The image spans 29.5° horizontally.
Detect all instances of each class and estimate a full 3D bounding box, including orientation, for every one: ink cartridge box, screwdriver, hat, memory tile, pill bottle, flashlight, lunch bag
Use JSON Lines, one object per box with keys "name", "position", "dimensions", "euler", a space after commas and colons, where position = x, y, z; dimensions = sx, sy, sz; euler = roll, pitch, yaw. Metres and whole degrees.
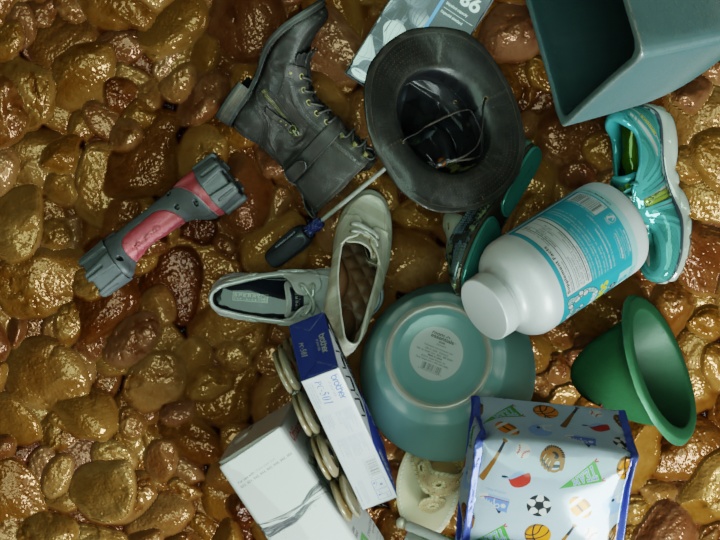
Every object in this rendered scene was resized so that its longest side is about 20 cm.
{"name": "ink cartridge box", "position": [0.075, -0.276, 1.510], "dimensions": [0.099, 0.039, 0.201], "euler": [32, 96, 0]}
{"name": "screwdriver", "position": [-0.032, -0.064, 1.513], "dimensions": [0.200, 0.029, 0.028], "euler": [-36, 106, 27]}
{"name": "hat", "position": [0.078, -0.156, 1.461], "dimensions": [0.199, 0.081, 0.202], "euler": [2, 83, -22]}
{"name": "ink cartridge box", "position": [-0.017, 0.150, 1.445], "dimensions": [0.044, 0.094, 0.201], "euler": [-20, 127, 3]}
{"name": "hat", "position": [0.249, 0.128, 1.505], "dimensions": [0.175, 0.200, 0.167], "euler": [-22, 50, 29]}
{"name": "memory tile", "position": [-0.043, 0.170, 1.498], "dimensions": [0.017, 0.153, 0.201], "euler": [-24, 92, 5]}
{"name": "pill bottle", "position": [0.201, -0.005, 1.439], "dimensions": [0.199, 0.111, 0.111], "euler": [-30, 94, -27]}
{"name": "ink cartridge box", "position": [-0.061, 0.259, 1.515], "dimensions": [0.084, 0.146, 0.201], "euler": [-33, 94, 6]}
{"name": "flashlight", "position": [-0.222, -0.047, 1.534], "dimensions": [0.200, 0.068, 0.068], "euler": [-39, 96, 5]}
{"name": "lunch bag", "position": [0.183, 0.245, 1.388], "dimensions": [0.169, 0.124, 0.201], "euler": [7, 113, 1]}

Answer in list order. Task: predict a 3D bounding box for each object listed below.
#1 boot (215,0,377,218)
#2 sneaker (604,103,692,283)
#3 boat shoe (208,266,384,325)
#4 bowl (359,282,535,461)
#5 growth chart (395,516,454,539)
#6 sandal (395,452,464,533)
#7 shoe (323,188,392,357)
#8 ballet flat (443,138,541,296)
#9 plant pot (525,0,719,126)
{"name": "boot", "position": [-0.047, -0.178, 1.508], "dimensions": [0.174, 0.069, 0.200], "euler": [40, 115, -2]}
{"name": "sneaker", "position": [0.304, -0.083, 1.488], "dimensions": [0.079, 0.077, 0.202], "euler": [-9, 87, -38]}
{"name": "boat shoe", "position": [-0.073, 0.034, 1.534], "dimensions": [0.198, 0.065, 0.074], "euler": [-5, 95, 3]}
{"name": "bowl", "position": [0.090, 0.102, 1.483], "dimensions": [0.199, 0.105, 0.202], "euler": [-2, 77, 8]}
{"name": "growth chart", "position": [0.059, 0.383, 1.551], "dimensions": [0.144, 0.018, 0.202], "euler": [21, 101, 39]}
{"name": "sandal", "position": [0.090, 0.209, 1.540], "dimensions": [0.077, 0.070, 0.213], "euler": [17, 96, 1]}
{"name": "shoe", "position": [0.000, 0.000, 1.500], "dimensions": [0.069, 0.053, 0.201], "euler": [17, 70, -14]}
{"name": "ballet flat", "position": [0.129, -0.061, 1.490], "dimensions": [0.074, 0.074, 0.201], "euler": [32, 67, -1]}
{"name": "plant pot", "position": [0.307, -0.284, 1.409], "dimensions": [0.199, 0.196, 0.197], "euler": [-9, 78, -18]}
